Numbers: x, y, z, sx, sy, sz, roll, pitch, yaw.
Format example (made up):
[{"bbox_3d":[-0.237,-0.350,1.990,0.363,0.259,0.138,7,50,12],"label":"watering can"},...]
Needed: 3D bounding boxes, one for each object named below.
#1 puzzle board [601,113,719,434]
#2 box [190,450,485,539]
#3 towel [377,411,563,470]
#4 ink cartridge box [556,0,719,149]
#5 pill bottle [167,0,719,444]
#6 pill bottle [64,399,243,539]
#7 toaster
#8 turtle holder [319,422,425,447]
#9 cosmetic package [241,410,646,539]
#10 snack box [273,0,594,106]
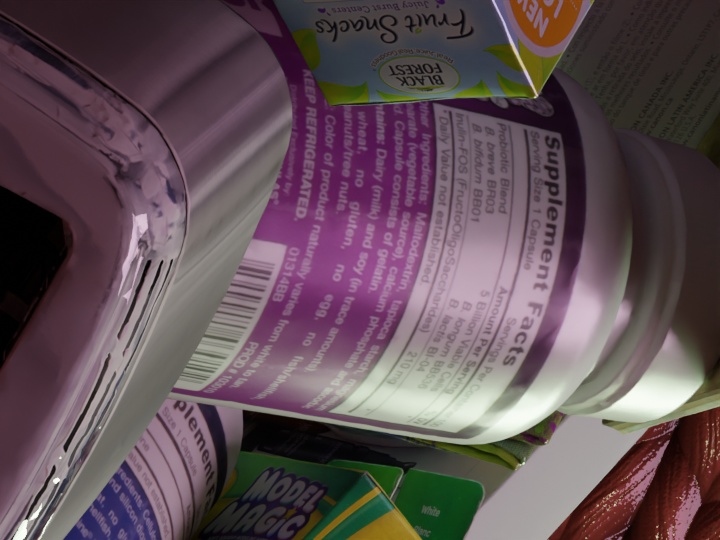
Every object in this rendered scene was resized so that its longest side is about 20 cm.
[{"bbox_3d":[0.125,-0.030,0.771,0.200,0.017,0.151,141,-31,-78],"label":"puzzle board"},{"bbox_3d":[-0.059,0.120,0.772,0.200,0.048,0.117,-44,-161,-21],"label":"box"},{"bbox_3d":[0.000,0.000,0.950,0.144,0.200,0.023,-58,149,-39],"label":"towel"},{"bbox_3d":[0.025,-0.081,0.769,0.161,0.200,0.050,-59,-146,32],"label":"ink cartridge box"},{"bbox_3d":[0.002,-0.012,0.713,0.112,0.200,0.113,-26,-121,54],"label":"pill bottle"},{"bbox_3d":[-0.102,0.057,0.750,0.200,0.111,0.111,-56,168,-42],"label":"pill bottle"},{"bbox_3d":[-0.092,0.001,0.561,0.200,0.114,0.129,-56,-178,16],"label":"toaster"},{"bbox_3d":[0.031,-0.002,1.086,0.141,0.185,0.132,-97,178,-61],"label":"turtle holder"},{"bbox_3d":[0.013,0.084,1.129,0.200,0.151,0.052,-42,133,-41],"label":"cosmetic package"},{"bbox_3d":[0.012,-0.166,0.603,0.169,0.068,0.200,-58,132,-36],"label":"snack box"}]
